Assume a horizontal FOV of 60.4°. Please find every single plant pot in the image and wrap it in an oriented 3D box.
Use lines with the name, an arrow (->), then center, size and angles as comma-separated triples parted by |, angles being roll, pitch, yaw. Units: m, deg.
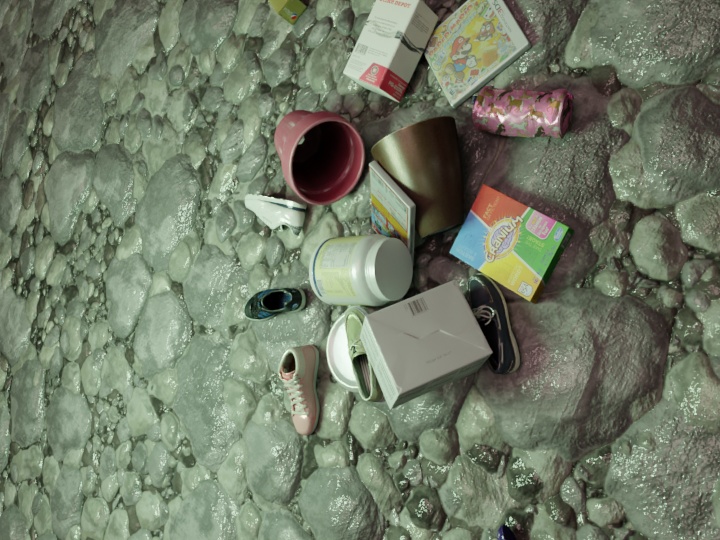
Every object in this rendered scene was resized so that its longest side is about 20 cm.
plant pot -> 0.137, -0.177, 1.262 | 0.183, 0.185, 0.207 | -20, 86, 29
plant pot -> -0.112, -0.281, 1.435 | 0.204, 0.197, 0.179 | -58, 42, 11

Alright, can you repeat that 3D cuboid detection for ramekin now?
ramekin -> 0.013, 0.170, 1.322 | 0.197, 0.093, 0.210 | -6, 79, 34

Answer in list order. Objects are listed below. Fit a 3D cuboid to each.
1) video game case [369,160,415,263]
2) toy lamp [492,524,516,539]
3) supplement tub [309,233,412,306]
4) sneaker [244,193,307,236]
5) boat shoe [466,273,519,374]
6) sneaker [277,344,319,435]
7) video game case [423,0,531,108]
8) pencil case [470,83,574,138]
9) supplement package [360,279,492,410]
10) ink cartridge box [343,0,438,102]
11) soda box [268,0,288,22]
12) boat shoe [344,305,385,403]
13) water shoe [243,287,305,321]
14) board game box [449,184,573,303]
video game case -> 0.066, -0.112, 1.288 | 0.017, 0.203, 0.144 | -29, 59, -17
toy lamp -> 0.199, 0.539, 1.159 | 0.198, 0.058, 0.059 | -37, 64, 21
supplement tub -> 0.000, 0.000, 1.310 | 0.196, 0.142, 0.151 | -2, 81, 45
sneaker -> -0.221, -0.143, 1.551 | 0.196, 0.075, 0.084 | 15, 100, 36
boat shoe -> 0.243, 0.101, 1.191 | 0.074, 0.060, 0.207 | -31, 65, 45
sneaker -> -0.146, 0.272, 1.410 | 0.073, 0.104, 0.208 | -2, 82, 31
video game case -> 0.238, -0.480, 1.318 | 0.198, 0.023, 0.186 | -35, 64, 25
pencil case -> 0.315, -0.309, 1.204 | 0.195, 0.088, 0.084 | 16, 59, 35
supplement package -> 0.118, 0.139, 1.166 | 0.194, 0.112, 0.159 | -19, 68, -15
ink cartridge box -> 0.067, -0.505, 1.388 | 0.144, 0.083, 0.205 | 36, 103, 44
soda box -> -0.222, -0.752, 1.649 | 0.064, 0.067, 0.203 | -42, 62, 21
boat shoe -> 0.008, 0.163, 1.232 | 0.071, 0.061, 0.205 | -31, 66, 25
water shoe -> -0.225, 0.074, 1.509 | 0.195, 0.078, 0.074 | -15, 73, 31
board game box -> 0.289, -0.054, 1.203 | 0.198, 0.040, 0.157 | 33, 101, 33
